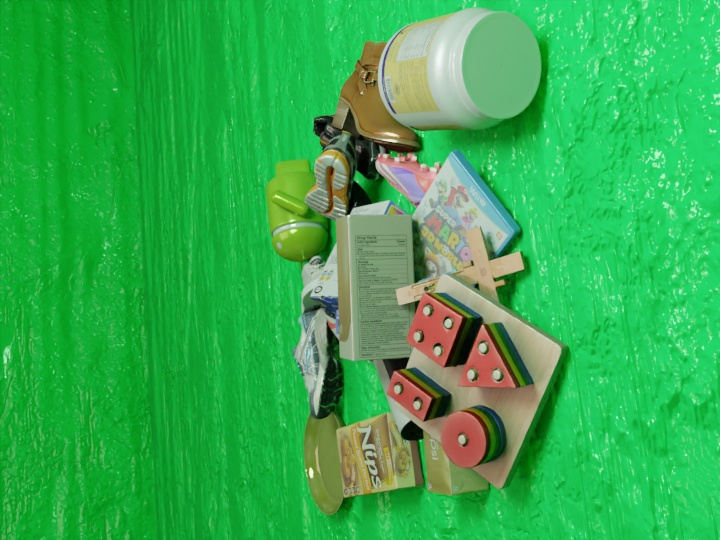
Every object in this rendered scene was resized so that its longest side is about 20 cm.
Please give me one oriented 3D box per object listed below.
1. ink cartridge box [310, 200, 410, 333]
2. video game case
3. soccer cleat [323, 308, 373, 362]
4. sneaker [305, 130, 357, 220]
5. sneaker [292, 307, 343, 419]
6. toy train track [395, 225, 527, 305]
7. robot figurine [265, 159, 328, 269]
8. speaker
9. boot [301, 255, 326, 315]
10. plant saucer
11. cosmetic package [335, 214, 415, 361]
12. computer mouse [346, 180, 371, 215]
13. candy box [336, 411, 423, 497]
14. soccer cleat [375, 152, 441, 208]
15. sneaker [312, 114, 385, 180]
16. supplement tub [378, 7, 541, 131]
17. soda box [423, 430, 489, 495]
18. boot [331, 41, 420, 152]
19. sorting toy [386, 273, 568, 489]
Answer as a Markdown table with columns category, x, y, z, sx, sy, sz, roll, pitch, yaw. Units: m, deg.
| category | x | y | z | sx | sy | sz | roll | pitch | yaw |
| --- | --- | --- | --- | --- | --- | --- | --- | --- | --- |
| ink cartridge box | 0.000 | 0.000 | 1.299 | 0.203 | 0.076 | 0.136 | -63 | 22 | -14 |
| video game case | 0.129 | -0.045 | 1.147 | 0.144 | 0.018 | 0.201 | 55 | 141 | 21 |
| soccer cleat | 0.006 | 0.116 | 1.412 | 0.199 | 0.067 | 0.074 | 35 | 151 | 49 |
| sneaker | -0.041 | -0.152 | 1.378 | 0.201 | 0.077 | 0.078 | 114 | 179 | -62 |
| sneaker | -0.082 | 0.173 | 1.531 | 0.084 | 0.077 | 0.206 | -5 | 75 | 29 |
| toy train track | 0.135 | 0.012 | 1.103 | 0.197 | 0.032 | 0.118 | -18 | 83 | 35 |
| robot figurine | -0.121 | -0.109 | 1.589 | 0.176 | 0.112 | 0.205 | 106 | 158 | -73 |
| speaker | 0.066 | 0.154 | 1.257 | 0.082 | 0.079 | 0.203 | -62 | 37 | 42 |
| boot | -0.083 | 0.017 | 1.535 | 0.200 | 0.072 | 0.098 | 123 | 142 | -67 |
| plant saucer | -0.057 | 0.354 | 1.558 | 0.199 | 0.030 | 0.206 | 3 | 94 | 64 |
| cosmetic package | 0.021 | 0.024 | 1.184 | 0.071 | 0.102 | 0.206 | 174 | 95 | -72 |
| computer mouse | -0.006 | -0.051 | 1.449 | 0.140 | 0.045 | 0.206 | 160 | 108 | -76 |
| candy box | 0.028 | 0.306 | 1.360 | 0.199 | 0.054 | 0.118 | -35 | 59 | 59 |
| soccer cleat | 0.078 | -0.133 | 1.252 | 0.199 | 0.065 | 0.079 | 27 | 119 | 58 |
| sneaker | -0.027 | -0.215 | 1.432 | 0.200 | 0.084 | 0.082 | 46 | 132 | 53 |
| supplement tub | 0.124 | -0.256 | 1.065 | 0.199 | 0.142 | 0.150 | 16 | 104 | 62 |
| soda box | 0.127 | 0.204 | 1.147 | 0.064 | 0.066 | 0.206 | -18 | 74 | 61 |
| boot | 0.044 | -0.281 | 1.324 | 0.199 | 0.076 | 0.158 | 29 | 98 | 49 |
| sorting toy | 0.131 | 0.139 | 1.040 | 0.197 | 0.069 | 0.204 | 33 | 112 | 36 |
